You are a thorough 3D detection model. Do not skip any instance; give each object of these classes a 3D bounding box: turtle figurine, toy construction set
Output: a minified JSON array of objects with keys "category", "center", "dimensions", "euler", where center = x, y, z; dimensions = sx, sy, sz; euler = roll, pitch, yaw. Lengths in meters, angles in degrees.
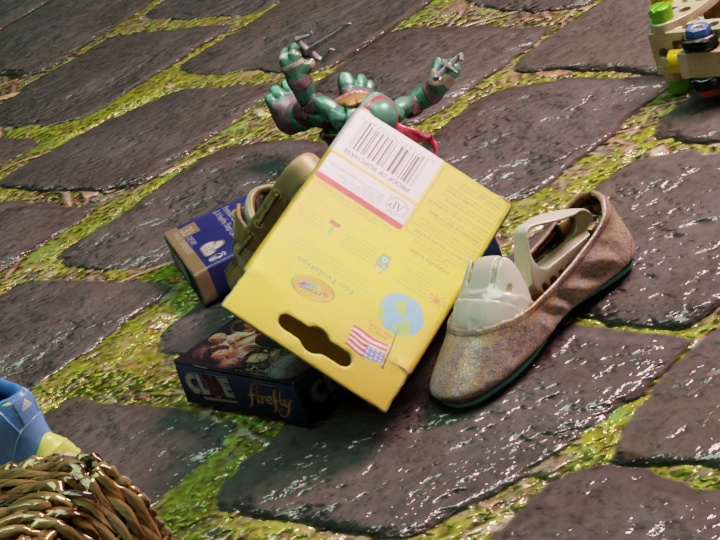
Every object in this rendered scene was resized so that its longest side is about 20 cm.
[{"category":"turtle figurine","center":[-0.003,-0.141,1.806],"dimensions":[0.149,0.101,0.200],"euler":[11,-3,-19]},{"category":"toy construction set","center":[0.304,-0.191,1.680],"dimensions":[0.199,0.092,0.131],"euler":[-18,19,40]}]

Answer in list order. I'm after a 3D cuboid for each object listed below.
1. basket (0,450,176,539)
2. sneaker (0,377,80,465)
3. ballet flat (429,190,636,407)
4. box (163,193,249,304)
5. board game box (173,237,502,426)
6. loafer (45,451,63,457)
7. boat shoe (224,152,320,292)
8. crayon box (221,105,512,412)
[{"category":"basket","center":[-0.149,0.204,1.001],"dimensions":[0.142,0.201,0.149],"euler":[-8,23,27]},{"category":"sneaker","center":[-0.277,0.113,1.460],"dimensions":[0.199,0.106,0.076],"euler":[-9,24,28]},{"category":"ballet flat","center":[0.102,0.010,1.406],"dimensions":[0.068,0.068,0.200],"euler":[2,32,42]},{"category":"box","center":[-0.049,-0.043,1.720],"dimensions":[0.199,0.033,0.121],"euler":[-24,21,-9]},{"category":"board game box","center":[-0.013,0.032,1.503],"dimensions":[0.200,0.035,0.135],"euler":[-36,26,-33]},{"category":"loafer","center":[-0.252,0.167,1.358],"dimensions":[0.199,0.070,0.075],"euler":[-24,22,-6]},{"category":"boat shoe","center":[-0.055,-0.033,1.569],"dimensions":[0.074,0.067,0.200],"euler":[-35,-1,-30]},{"category":"crayon box","center":[0.000,0.000,1.416],"dimensions":[0.200,0.127,0.051],"euler":[-56,-2,-39]}]
